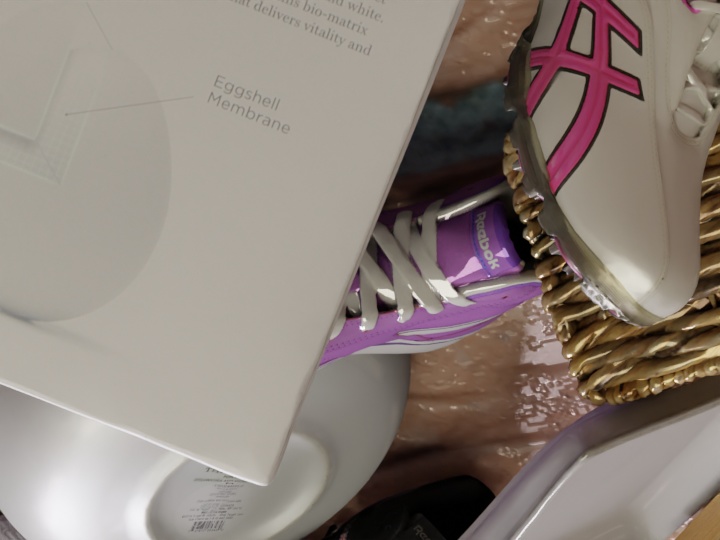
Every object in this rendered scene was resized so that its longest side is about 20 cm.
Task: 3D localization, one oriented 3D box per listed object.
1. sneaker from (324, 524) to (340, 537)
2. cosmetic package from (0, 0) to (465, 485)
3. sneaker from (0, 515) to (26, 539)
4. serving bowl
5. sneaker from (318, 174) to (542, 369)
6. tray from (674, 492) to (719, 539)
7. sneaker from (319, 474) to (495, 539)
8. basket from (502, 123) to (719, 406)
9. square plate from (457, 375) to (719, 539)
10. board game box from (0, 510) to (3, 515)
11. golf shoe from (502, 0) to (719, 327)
[{"bbox_3d":[-0.066,0.178,1.302,0.199,0.074,0.080,-18,107,29],"label":"sneaker"},{"bbox_3d":[-0.084,-0.065,0.889,0.199,0.123,0.201,22,100,-4],"label":"cosmetic package"},{"bbox_3d":[-0.157,0.167,1.220,0.199,0.075,0.115,9,147,-27],"label":"sneaker"},{"bbox_3d":[-0.064,0.074,1.120,0.199,0.066,0.200,-16,142,-13],"label":"serving bowl"},{"bbox_3d":[0.000,-0.001,1.015,0.114,0.200,0.073,-25,83,52],"label":"sneaker"},{"bbox_3d":[0.225,0.098,1.141,0.098,0.037,0.200,18,137,-16],"label":"tray"},{"bbox_3d":[-0.006,0.143,1.163,0.076,0.200,0.088,52,127,3],"label":"sneaker"},{"bbox_3d":[0.172,-0.048,1.004,0.199,0.149,0.143,-18,93,30],"label":"basket"},{"bbox_3d":[0.108,0.093,1.102,0.028,0.198,0.200,54,137,17],"label":"square plate"},{"bbox_3d":[-0.160,0.108,1.236,0.134,0.045,0.200,9,139,-21],"label":"board game box"},{"bbox_3d":[0.099,-0.080,0.900,0.092,0.201,0.073,-21,152,33],"label":"golf shoe"}]
